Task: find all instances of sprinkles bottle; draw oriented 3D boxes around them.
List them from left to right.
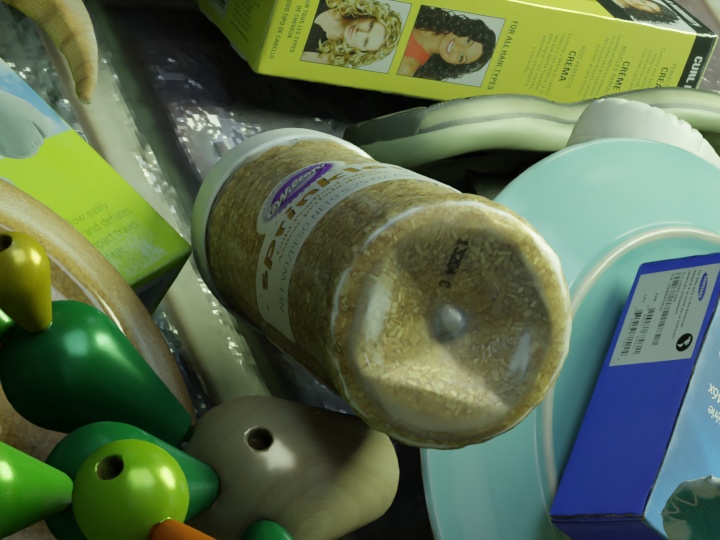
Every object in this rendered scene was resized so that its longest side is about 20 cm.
[{"bbox_3d":[0.000,0.000,0.707,0.068,0.068,0.200,20,3,-16],"label":"sprinkles bottle"}]

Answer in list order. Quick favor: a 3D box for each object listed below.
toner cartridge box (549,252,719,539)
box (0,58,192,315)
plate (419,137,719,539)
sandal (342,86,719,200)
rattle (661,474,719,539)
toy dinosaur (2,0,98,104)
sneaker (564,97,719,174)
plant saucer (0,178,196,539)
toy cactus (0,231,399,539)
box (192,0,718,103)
[{"bbox_3d":[0.153,0.087,0.780,0.200,0.043,0.095,37,64,-30],"label":"toner cartridge box"},{"bbox_3d":[-0.164,-0.041,0.769,0.200,0.048,0.122,44,39,11],"label":"box"},{"bbox_3d":[0.102,0.054,0.786,0.200,0.026,0.201,7,79,-39],"label":"plate"},{"bbox_3d":[0.079,-0.034,0.923,0.200,0.080,0.058,-3,79,-35],"label":"sandal"},{"bbox_3d":[0.119,0.142,0.652,0.130,0.200,0.143,-1,50,-35],"label":"rattle"},{"bbox_3d":[-0.133,-0.119,0.875,0.200,0.061,0.106,38,50,21],"label":"toy dinosaur"},{"bbox_3d":[0.125,0.039,0.874,0.200,0.077,0.111,42,69,-34],"label":"sneaker"},{"bbox_3d":[-0.125,0.049,0.657,0.200,0.035,0.201,12,64,-25],"label":"plant saucer"},{"bbox_3d":[-0.050,0.065,0.609,0.200,0.102,0.165,37,20,30],"label":"toy cactus"},{"bbox_3d":[0.038,-0.100,0.953,0.199,0.050,0.075,6,26,-29],"label":"box"}]
